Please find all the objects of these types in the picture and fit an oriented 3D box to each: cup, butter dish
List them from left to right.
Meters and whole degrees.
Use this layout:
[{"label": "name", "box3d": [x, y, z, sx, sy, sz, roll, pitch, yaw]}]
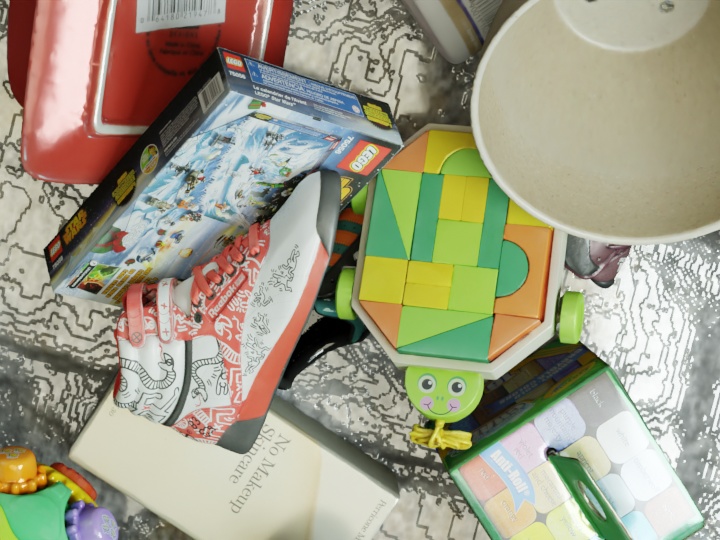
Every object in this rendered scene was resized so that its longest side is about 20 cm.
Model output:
[{"label": "butter dish", "box3d": [-0.152, -0.165, 1.367, 0.199, 0.147, 0.201, -3, 109, -43]}, {"label": "cup", "box3d": [0.165, -0.137, 1.284, 0.199, 0.144, 0.201, 1, 131, 2]}]

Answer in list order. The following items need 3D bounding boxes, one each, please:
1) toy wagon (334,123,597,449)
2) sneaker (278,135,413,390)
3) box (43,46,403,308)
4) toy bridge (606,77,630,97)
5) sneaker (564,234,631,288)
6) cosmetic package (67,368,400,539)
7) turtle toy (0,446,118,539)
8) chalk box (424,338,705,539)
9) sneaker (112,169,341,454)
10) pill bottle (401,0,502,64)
[{"label": "toy wagon", "box3d": [0.062, 0.010, 1.333, 0.154, 0.040, 0.201, 6, 76, 13]}, {"label": "sneaker", "box3d": [0.000, 0.000, 1.407, 0.200, 0.080, 0.071, -46, 127, 7]}, {"label": "box", "box3d": [-0.087, -0.045, 1.338, 0.136, 0.040, 0.200, 15, 133, -39]}, {"label": "toy bridge", "box3d": [0.175, -0.098, 1.376, 0.067, 0.027, 0.200, 36, 86, 11]}, {"label": "sneaker", "box3d": [0.197, -0.042, 1.432, 0.199, 0.076, 0.116, 8, 101, 7]}, {"label": "cosmetic package", "box3d": [-0.083, 0.130, 1.432, 0.199, 0.073, 0.104, 33, 95, -5]}, {"label": "turtle toy", "box3d": [-0.197, 0.188, 1.405, 0.200, 0.146, 0.101, 38, 71, 1]}, {"label": "chalk box", "box3d": [0.130, 0.134, 1.377, 0.123, 0.200, 0.125, -32, 97, 1]}, {"label": "sneaker", "box3d": [-0.088, 0.016, 1.325, 0.107, 0.067, 0.202, 18, 117, -8]}, {"label": "pill bottle", "box3d": [0.107, -0.235, 1.376, 0.200, 0.120, 0.120, -35, 97, 1]}]
